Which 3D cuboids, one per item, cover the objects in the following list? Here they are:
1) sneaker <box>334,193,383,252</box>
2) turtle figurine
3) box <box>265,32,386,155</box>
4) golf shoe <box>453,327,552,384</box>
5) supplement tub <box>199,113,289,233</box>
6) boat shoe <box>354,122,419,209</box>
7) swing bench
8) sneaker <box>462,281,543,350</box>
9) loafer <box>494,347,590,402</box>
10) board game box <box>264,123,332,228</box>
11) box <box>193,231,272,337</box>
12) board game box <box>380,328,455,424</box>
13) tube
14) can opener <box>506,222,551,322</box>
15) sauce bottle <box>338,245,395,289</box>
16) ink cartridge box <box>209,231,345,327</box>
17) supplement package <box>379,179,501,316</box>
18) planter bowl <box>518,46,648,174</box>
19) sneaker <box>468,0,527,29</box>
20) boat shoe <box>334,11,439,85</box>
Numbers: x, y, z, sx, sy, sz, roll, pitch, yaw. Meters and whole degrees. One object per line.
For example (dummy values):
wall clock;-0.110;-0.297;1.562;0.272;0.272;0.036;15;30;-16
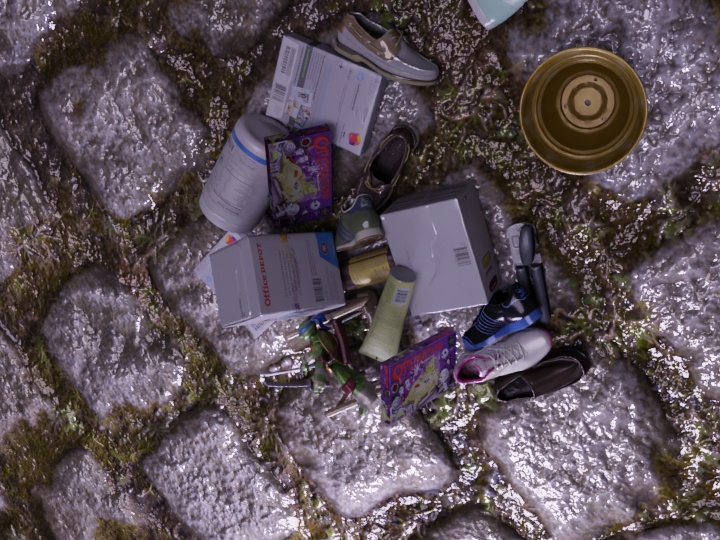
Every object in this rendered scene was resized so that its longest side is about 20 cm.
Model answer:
sneaker;-0.008;-0.090;1.540;0.066;0.200;0.091;-11;87;-17
turtle figurine;-0.074;0.203;1.546;0.194;0.201;0.144;41;151;-6
box;-0.063;-0.321;1.503;0.198;0.041;0.157;25;121;13
golf shoe;0.261;0.166;1.531;0.199;0.091;0.076;-27;87;25
supplement tub;-0.214;-0.185;1.584;0.131;0.132;0.201;37;123;4
boat shoe;0.039;-0.180;1.519;0.072;0.060;0.201;37;122;3
swing bench;-0.009;0.161;1.656;0.198;0.130;0.201;-19;104;23
sneaker;0.248;0.083;1.528;0.078;0.070;0.200;56;139;0
loafer;0.339;0.210;1.557;0.199;0.071;0.073;-29;99;31
board game box;-0.112;-0.171;1.530;0.201;0.119;0.032;90;155;-45
box;-0.236;0.022;1.739;0.200;0.041;0.156;46;122;-3
board game box;0.112;0.198;1.567;0.032;0.199;0.121;11;113;42
tube;0.052;0.087;1.515;0.058;0.051;0.202;49;135;43
can opener;0.302;0.008;1.491;0.052;0.067;0.202;-5;115;25
sauce bottle;0.000;0.000;1.615;0.198;0.065;0.065;-15;106;30
ink cartridge box;-0.158;0.016;1.568;0.145;0.199;0.148;-18;80;48
supplement package;0.149;-0.040;1.504;0.154;0.111;0.202;-11;108;27
planter bowl;0.361;-0.263;1.329;0.198;0.083;0.203;9;116;20
sneaker;0.199;-0.496;1.299;0.118;0.074;0.201;-26;110;37
boat shoe;0.048;-0.380;1.417;0.198;0.075;0.069;25;126;12
